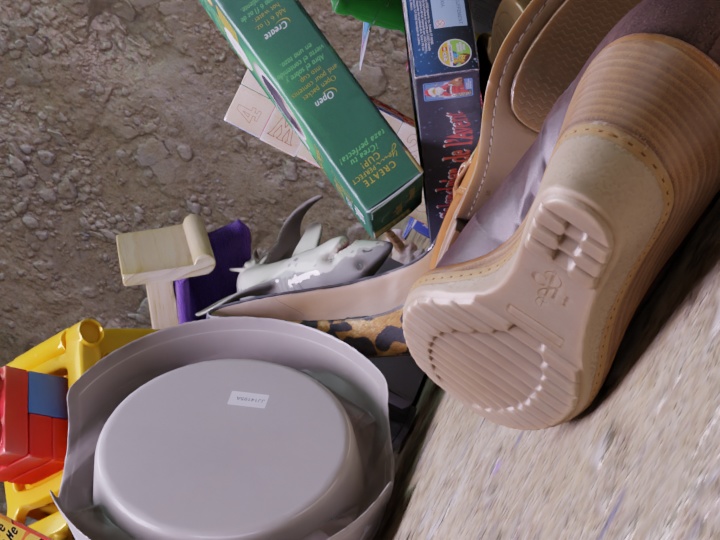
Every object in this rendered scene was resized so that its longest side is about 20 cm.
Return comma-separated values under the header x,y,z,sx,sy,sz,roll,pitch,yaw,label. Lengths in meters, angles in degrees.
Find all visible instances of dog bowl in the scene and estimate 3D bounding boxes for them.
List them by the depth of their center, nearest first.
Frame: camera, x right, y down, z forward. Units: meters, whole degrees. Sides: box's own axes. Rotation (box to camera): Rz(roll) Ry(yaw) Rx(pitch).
x,y,z,sx,sy,sz,roll,pitch,yaw,label
-0.074,0.111,0.982,0.201,0.199,0.059,-66,-20,-49,dog bowl

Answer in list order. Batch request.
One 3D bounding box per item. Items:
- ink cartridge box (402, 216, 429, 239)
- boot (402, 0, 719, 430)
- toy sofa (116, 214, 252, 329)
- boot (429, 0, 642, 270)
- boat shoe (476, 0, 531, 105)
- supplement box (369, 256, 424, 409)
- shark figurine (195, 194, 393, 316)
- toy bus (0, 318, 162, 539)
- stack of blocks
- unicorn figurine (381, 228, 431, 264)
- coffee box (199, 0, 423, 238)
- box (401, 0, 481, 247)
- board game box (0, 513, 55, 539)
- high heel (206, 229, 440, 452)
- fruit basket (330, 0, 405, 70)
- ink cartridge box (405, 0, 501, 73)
x,y,z,sx,sy,sz,roll,pitch,yaw,label
0.095,-0.105,1.415,0.200,0.042,0.120,-58,5,40,ink cartridge box
0.096,-0.039,0.606,0.167,0.072,0.200,-51,-5,-25,boot
-0.111,0.068,1.255,0.083,0.097,0.201,-113,16,-66,toy sofa
0.091,-0.062,0.805,0.155,0.076,0.201,-54,-15,-79,boot
0.103,-0.108,0.968,0.200,0.064,0.074,139,119,-86,boat shoe
-0.009,0.095,1.226,0.200,0.061,0.109,-62,3,46,supplement box
-0.046,0.022,1.206,0.128,0.090,0.214,-30,11,-8,shark figurine
-0.161,0.130,1.083,0.135,0.191,0.201,-26,63,41,toy bus
0.005,-0.094,1.291,0.059,0.199,0.115,-63,3,8,stack of blocks
0.023,0.025,1.330,0.138,0.073,0.201,-90,12,-65,unicorn figurine
-0.034,-0.116,1.068,0.044,0.201,0.123,-35,-7,-3,coffee box
0.049,-0.114,1.075,0.200,0.037,0.137,81,-177,-60,box
-0.178,0.295,1.011,0.201,0.199,0.200,-65,3,-30,board game box
0.000,0.000,1.054,0.201,0.142,0.071,-62,0,20,high heel
0.024,-0.267,1.201,0.186,0.093,0.201,118,157,-48,fruit basket
0.109,-0.210,1.200,0.146,0.083,0.200,-64,2,-14,ink cartridge box
